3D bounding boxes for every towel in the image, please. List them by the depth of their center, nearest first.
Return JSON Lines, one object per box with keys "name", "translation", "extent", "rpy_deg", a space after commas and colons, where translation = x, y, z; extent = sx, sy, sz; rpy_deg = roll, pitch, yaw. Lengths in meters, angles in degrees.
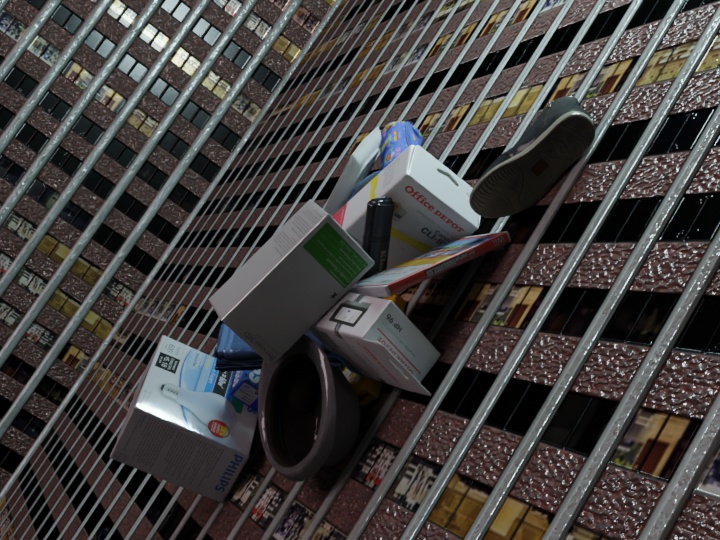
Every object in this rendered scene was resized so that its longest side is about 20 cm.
{"name": "towel", "translation": [-0.117, 0.109, 1.680], "extent": [0.200, 0.049, 0.112], "rpy_deg": [-5, 28, 5]}

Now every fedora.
{"name": "fedora", "translation": [-0.062, 0.191, 1.535], "extent": [0.177, 0.090, 0.200], "rpy_deg": [-37, 53, 41]}

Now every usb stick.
{"name": "usb stick", "translation": [0.018, -0.006, 1.589], "extent": [0.055, 0.033, 0.200], "rpy_deg": [-18, -63, -64]}

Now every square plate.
{"name": "square plate", "translation": [-0.023, -0.135, 1.898], "extent": [0.198, 0.028, 0.200], "rpy_deg": [-62, -2, 25]}

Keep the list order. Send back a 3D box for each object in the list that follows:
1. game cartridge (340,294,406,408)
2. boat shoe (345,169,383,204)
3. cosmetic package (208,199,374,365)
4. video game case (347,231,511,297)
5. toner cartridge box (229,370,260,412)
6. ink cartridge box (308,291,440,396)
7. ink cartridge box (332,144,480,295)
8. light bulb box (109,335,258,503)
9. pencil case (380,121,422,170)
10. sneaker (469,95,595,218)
{"name": "game cartridge", "translation": [-0.012, 0.140, 1.658], "extent": [0.176, 0.032, 0.200], "rpy_deg": [-38, 25, 41]}
{"name": "boat shoe", "translation": [0.004, -0.079, 1.789], "extent": [0.200, 0.072, 0.072], "rpy_deg": [-54, 17, -11]}
{"name": "cosmetic package", "translation": [-0.094, 0.016, 1.504], "extent": [0.200, 0.108, 0.085], "rpy_deg": [-47, 28, -1]}
{"name": "video game case", "translation": [0.089, -0.006, 1.517], "extent": [0.200, 0.017, 0.143], "rpy_deg": [-24, 7, -22]}
{"name": "toner cartridge box", "translation": [-0.158, 0.160, 1.890], "extent": [0.043, 0.095, 0.200], "rpy_deg": [-44, 21, 26]}
{"name": "ink cartridge box", "translation": [0.024, 0.093, 1.476], "extent": [0.068, 0.116, 0.200], "rpy_deg": [-52, 28, -16]}
{"name": "ink cartridge box", "translation": [0.063, -0.071, 1.667], "extent": [0.200, 0.145, 0.083], "rpy_deg": [-41, 23, 34]}
{"name": "light bulb box", "translation": [-0.278, 0.244, 1.834], "extent": [0.125, 0.200, 0.198], "rpy_deg": [-59, 13, 32]}
{"name": "pencil case", "translation": [0.075, -0.199, 1.962], "extent": [0.200, 0.078, 0.087], "rpy_deg": [-91, 25, -62]}
{"name": "sneaker", "translation": [0.234, -0.154, 1.527], "extent": [0.200, 0.075, 0.106], "rpy_deg": [-38, 17, 19]}
